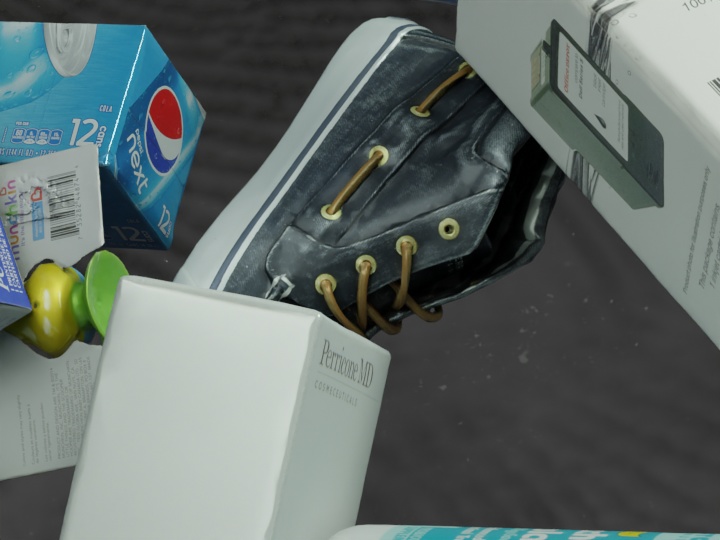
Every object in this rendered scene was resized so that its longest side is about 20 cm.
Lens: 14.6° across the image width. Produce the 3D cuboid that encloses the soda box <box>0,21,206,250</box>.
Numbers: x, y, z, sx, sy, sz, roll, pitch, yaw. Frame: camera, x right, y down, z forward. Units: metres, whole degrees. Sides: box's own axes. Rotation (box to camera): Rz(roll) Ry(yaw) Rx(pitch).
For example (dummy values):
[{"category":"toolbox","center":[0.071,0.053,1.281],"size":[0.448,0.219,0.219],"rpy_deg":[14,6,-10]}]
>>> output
[{"category":"soda box","center":[-0.167,-0.055,1.103],"size":[0.198,0.068,0.065],"rpy_deg":[3,63,22]}]

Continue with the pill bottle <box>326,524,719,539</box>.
[{"category":"pill bottle","center":[0.082,0.136,0.877],"size":[0.198,0.111,0.112],"rpy_deg":[-1,62,20]}]

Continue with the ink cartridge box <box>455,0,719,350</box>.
[{"category":"ink cartridge box","center":[0.144,-0.069,0.958],"size":[0.145,0.084,0.200],"rpy_deg":[-22,52,-22]}]

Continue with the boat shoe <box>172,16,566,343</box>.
[{"category":"boat shoe","center":[0.000,0.000,1.007],"size":[0.090,0.071,0.201],"rpy_deg":[20,69,30]}]

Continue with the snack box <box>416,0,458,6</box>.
[{"category":"snack box","center":[0.001,-0.133,1.082],"size":[0.199,0.072,0.024],"rpy_deg":[10,67,25]}]

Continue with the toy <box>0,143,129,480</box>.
[{"category":"toy","center":[-0.169,0.031,1.060],"size":[0.199,0.047,0.116],"rpy_deg":[-13,75,28]}]

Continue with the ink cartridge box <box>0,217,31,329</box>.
[{"category":"ink cartridge box","center":[-0.220,0.015,1.039],"size":[0.199,0.044,0.095],"rpy_deg":[-29,70,23]}]

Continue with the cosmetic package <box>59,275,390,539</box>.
[{"category":"cosmetic package","center":[-0.053,0.111,0.912],"size":[0.071,0.101,0.202],"rpy_deg":[10,84,16]}]
